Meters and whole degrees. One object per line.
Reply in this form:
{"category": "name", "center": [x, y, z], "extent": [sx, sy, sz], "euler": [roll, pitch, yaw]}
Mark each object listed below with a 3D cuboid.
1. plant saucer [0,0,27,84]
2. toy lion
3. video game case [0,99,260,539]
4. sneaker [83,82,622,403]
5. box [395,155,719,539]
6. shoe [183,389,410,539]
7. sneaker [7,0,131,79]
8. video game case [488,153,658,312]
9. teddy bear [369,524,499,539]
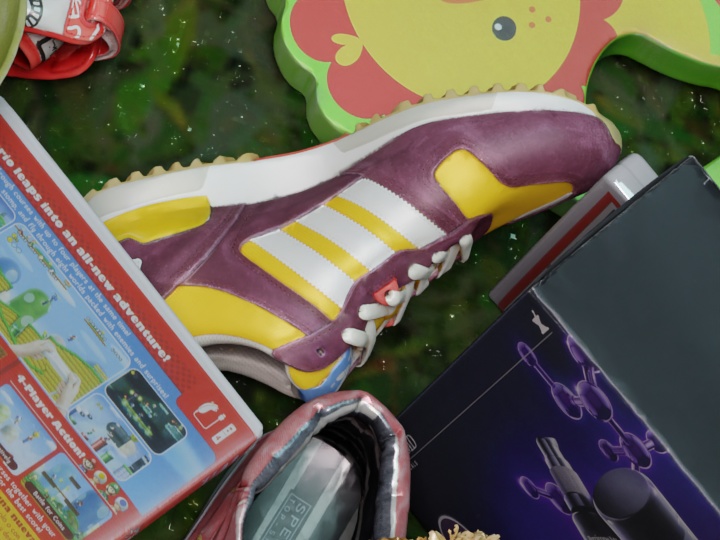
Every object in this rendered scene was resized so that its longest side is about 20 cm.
{"category": "plant saucer", "center": [-0.203, -0.083, 0.779], "extent": [0.198, 0.031, 0.201], "euler": [7, 50, -8]}
{"category": "toy lion", "center": [0.070, -0.094, 0.967], "extent": [0.191, 0.069, 0.200], "euler": [-37, 85, -16]}
{"category": "video game case", "center": [-0.140, 0.043, 0.760], "extent": [0.200, 0.017, 0.143], "euler": [-34, 83, -40]}
{"category": "sneaker", "center": [0.000, 0.000, 0.886], "extent": [0.199, 0.075, 0.091], "euler": [-15, 70, 6]}
{"category": "box", "center": [0.094, 0.068, 0.840], "extent": [0.079, 0.200, 0.141], "euler": [-35, 83, -22]}
{"category": "shoe", "center": [-0.048, 0.131, 0.838], "extent": [0.071, 0.091, 0.201], "euler": [30, 67, -4]}
{"category": "sneaker", "center": [-0.089, -0.133, 0.929], "extent": [0.200, 0.067, 0.109], "euler": [-17, 78, -16]}
{"category": "video game case", "center": [0.132, 0.061, 0.883], "extent": [0.017, 0.143, 0.200], "euler": [-37, 85, -21]}
{"category": "teddy bear", "center": [-0.006, 0.159, 0.802], "extent": [0.144, 0.201, 0.067], "euler": [-25, 45, -9]}
